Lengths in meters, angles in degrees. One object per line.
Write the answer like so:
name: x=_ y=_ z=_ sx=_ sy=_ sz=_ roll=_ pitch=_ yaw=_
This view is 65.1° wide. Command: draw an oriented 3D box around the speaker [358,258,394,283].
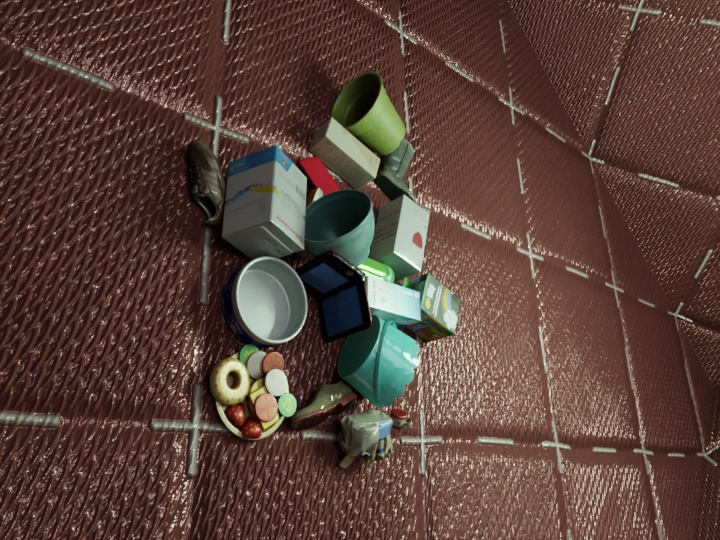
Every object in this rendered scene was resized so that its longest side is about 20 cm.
speaker: x=0.000 y=0.000 z=1.560 sx=0.196 sy=0.087 sz=0.091 roll=21 pitch=61 yaw=-35

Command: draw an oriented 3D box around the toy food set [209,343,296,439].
toy food set: x=-0.236 y=0.271 z=1.265 sx=0.196 sy=0.048 sz=0.205 roll=-26 pitch=92 yaw=-45

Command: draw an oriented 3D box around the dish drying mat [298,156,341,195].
dish drying mat: x=-0.092 y=-0.233 z=1.565 sx=0.076 sy=0.018 sz=0.203 roll=-23 pitch=73 yaw=-40

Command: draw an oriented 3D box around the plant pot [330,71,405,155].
plant pot: x=0.039 y=-0.455 z=1.716 sx=0.189 sy=0.196 sz=0.206 roll=37 pitch=52 yaw=-41

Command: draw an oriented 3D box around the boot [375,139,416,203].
boot: x=0.136 y=-0.316 z=1.824 sx=0.182 sy=0.071 sz=0.203 roll=45 pitch=43 yaw=-23

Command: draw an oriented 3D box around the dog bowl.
dog bowl: x=-0.224 y=0.076 z=1.329 sx=0.196 sy=0.078 sz=0.207 roll=17 pitch=64 yaw=-37

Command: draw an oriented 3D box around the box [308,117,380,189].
box: x=-0.046 y=-0.336 z=1.639 sx=0.198 sy=0.094 sz=0.080 roll=37 pitch=52 yaw=-28

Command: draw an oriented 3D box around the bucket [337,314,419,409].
bucket: x=0.042 y=0.226 z=1.440 sx=0.133 sy=0.205 sz=0.212 roll=35 pitch=53 yaw=-21

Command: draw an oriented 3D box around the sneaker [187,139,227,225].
sneaker: x=-0.361 y=-0.204 z=1.311 sx=0.075 sy=0.069 sz=0.205 roll=-30 pitch=96 yaw=-51

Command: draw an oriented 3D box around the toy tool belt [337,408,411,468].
toy tool belt: x=0.031 y=0.425 z=1.424 sx=0.195 sy=0.123 sz=0.127 roll=2 pitch=104 yaw=-38

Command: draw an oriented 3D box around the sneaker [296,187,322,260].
sneaker: x=-0.131 y=-0.121 z=1.503 sx=0.091 sy=0.074 sz=0.206 roll=34 pitch=61 yaw=-36

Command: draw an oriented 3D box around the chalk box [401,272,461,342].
chalk box: x=0.183 y=0.100 z=1.664 sx=0.198 sy=0.122 sz=0.128 roll=37 pitch=54 yaw=-25

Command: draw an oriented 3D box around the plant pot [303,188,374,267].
plant pot: x=-0.047 y=-0.087 z=1.415 sx=0.203 sy=0.194 sz=0.137 roll=-61 pitch=142 yaw=-37

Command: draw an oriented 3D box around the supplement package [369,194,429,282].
supplement package: x=0.116 y=-0.093 z=1.675 sx=0.120 sy=0.118 sz=0.206 roll=31 pitch=56 yaw=-30

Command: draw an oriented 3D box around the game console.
game console: x=-0.079 y=0.068 z=1.380 sx=0.170 sy=0.198 sz=0.122 roll=34 pitch=53 yaw=-27

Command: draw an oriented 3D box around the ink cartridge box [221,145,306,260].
ink cartridge box: x=-0.222 y=-0.152 z=1.332 sx=0.147 sy=0.142 sz=0.207 roll=42 pitch=41 yaw=-54

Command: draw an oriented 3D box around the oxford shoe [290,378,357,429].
oxford shoe: x=-0.099 y=0.324 z=1.373 sx=0.196 sy=0.071 sz=0.076 roll=-12 pitch=57 yaw=-44

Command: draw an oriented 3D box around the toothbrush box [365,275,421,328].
toothbrush box: x=0.047 y=0.095 z=1.524 sx=0.196 sy=0.144 sz=0.088 roll=19 pitch=61 yaw=-36
